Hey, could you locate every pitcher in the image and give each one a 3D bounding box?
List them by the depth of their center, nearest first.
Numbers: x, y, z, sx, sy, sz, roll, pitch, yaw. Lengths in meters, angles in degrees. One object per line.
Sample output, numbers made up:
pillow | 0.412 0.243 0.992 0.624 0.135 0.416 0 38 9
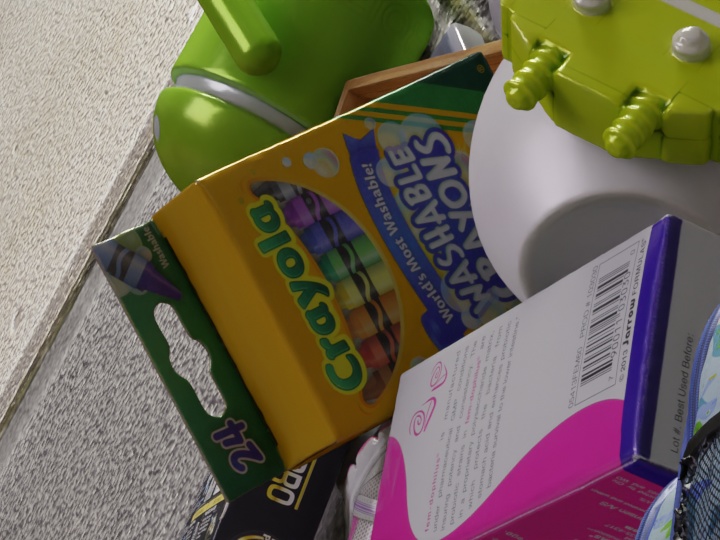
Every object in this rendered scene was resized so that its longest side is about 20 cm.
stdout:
pitcher | 0.127 -0.076 1.209 0.171 0.121 0.200 -29 32 26

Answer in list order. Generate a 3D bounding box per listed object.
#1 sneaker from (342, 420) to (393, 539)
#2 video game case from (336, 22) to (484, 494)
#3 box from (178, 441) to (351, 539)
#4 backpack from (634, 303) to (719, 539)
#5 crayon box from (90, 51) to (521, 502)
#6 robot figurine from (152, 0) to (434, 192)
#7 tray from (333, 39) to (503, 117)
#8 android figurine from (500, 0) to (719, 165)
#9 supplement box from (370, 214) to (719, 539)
sneaker | 0.023 0.149 1.269 0.200 0.081 0.088 -65 24 24
video game case | 0.026 -0.008 1.481 0.182 0.023 0.200 -57 23 22
box | -0.044 0.097 1.367 0.200 0.049 0.162 130 161 -74
backpack | 0.167 0.084 0.842 0.147 0.183 0.200 -39 29 48
crayon box | 0.000 0.000 1.253 0.200 0.126 0.052 -27 -4 -34
robot figurine | -0.036 -0.109 1.580 0.200 0.115 0.176 -61 -19 -11
tray | 0.034 -0.053 1.432 0.200 0.037 0.099 -7 63 66
android figurine | 0.135 -0.115 1.145 0.200 0.182 0.041 -44 -30 -29
supplement box | 0.096 0.071 1.130 0.200 0.103 0.102 -31 41 54
